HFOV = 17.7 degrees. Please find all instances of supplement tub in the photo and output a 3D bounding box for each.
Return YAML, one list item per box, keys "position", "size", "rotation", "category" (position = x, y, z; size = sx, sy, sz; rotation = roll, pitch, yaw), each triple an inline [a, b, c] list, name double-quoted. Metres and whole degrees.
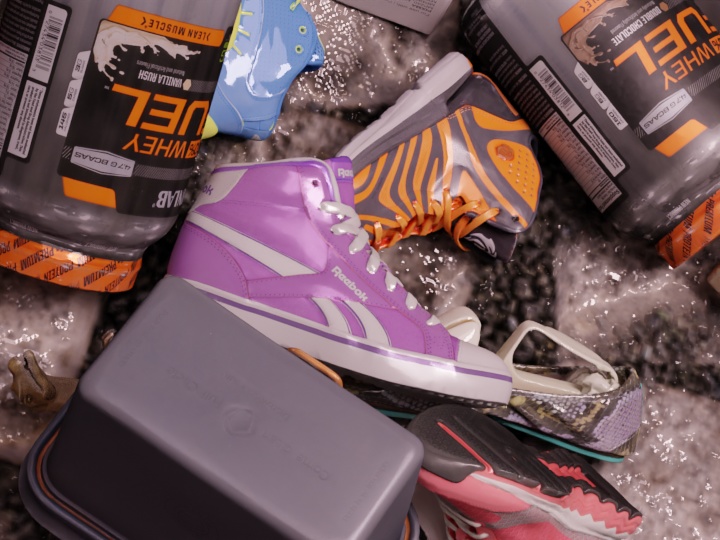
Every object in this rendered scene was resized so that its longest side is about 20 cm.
- position: [-0.142, -0.097, 1.258]
  size: [0.122, 0.123, 0.200]
  rotation: [15, 101, -11]
  category: "supplement tub"
- position: [0.163, -0.108, 1.386]
  size: [0.123, 0.123, 0.200]
  rotation: [-36, 85, -24]
  category: "supplement tub"

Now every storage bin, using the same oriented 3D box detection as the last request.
- position: [-0.056, 0.091, 1.165]
  size: [0.200, 0.134, 0.146]
  rotation: [34, 62, 6]
  category: "storage bin"

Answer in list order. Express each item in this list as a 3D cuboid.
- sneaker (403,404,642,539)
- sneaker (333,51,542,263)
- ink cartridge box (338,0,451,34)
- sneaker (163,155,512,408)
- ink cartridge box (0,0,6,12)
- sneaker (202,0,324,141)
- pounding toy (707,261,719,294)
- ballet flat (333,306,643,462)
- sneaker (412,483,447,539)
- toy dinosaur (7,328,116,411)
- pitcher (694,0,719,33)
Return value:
- position: [0.078, 0.137, 1.256]
  size: [0.087, 0.200, 0.074]
  rotation: [-54, 50, 8]
  category: "sneaker"
- position: [0.035, -0.034, 1.347]
  size: [0.112, 0.078, 0.200]
  rotation: [44, 65, 3]
  category: "sneaker"
- position: [0.045, -0.252, 1.361]
  size: [0.084, 0.200, 0.145]
  rotation: [18, 67, -7]
  category: "ink cartridge box"
- position: [0.000, 0.000, 1.256]
  size: [0.200, 0.073, 0.114]
  rotation: [21, 83, 2]
  category: "sneaker"
- position: [-0.258, -0.197, 1.306]
  size: [0.145, 0.084, 0.200]
  rotation: [26, 67, -7]
  category: "ink cartridge box"
- position: [-0.070, -0.166, 1.371]
  size: [0.105, 0.076, 0.200]
  rotation: [16, 80, -21]
  category: "sneaker"
- position: [0.313, -0.004, 1.376]
  size: [0.142, 0.184, 0.200]
  rotation: [44, 57, 2]
  category: "pounding toy"
- position: [0.071, 0.057, 1.327]
  size: [0.200, 0.072, 0.072]
  rotation: [13, 68, -14]
  category: "ballet flat"
- position: [0.006, 0.171, 1.263]
  size: [0.074, 0.080, 0.200]
  rotation: [40, 58, 2]
  category: "sneaker"
- position: [-0.108, 0.102, 1.281]
  size: [0.101, 0.058, 0.200]
  rotation: [-44, 101, -8]
  category: "toy dinosaur"
- position: [0.301, -0.218, 1.422]
  size: [0.172, 0.200, 0.121]
  rotation: [-25, 80, -23]
  category: "pitcher"
